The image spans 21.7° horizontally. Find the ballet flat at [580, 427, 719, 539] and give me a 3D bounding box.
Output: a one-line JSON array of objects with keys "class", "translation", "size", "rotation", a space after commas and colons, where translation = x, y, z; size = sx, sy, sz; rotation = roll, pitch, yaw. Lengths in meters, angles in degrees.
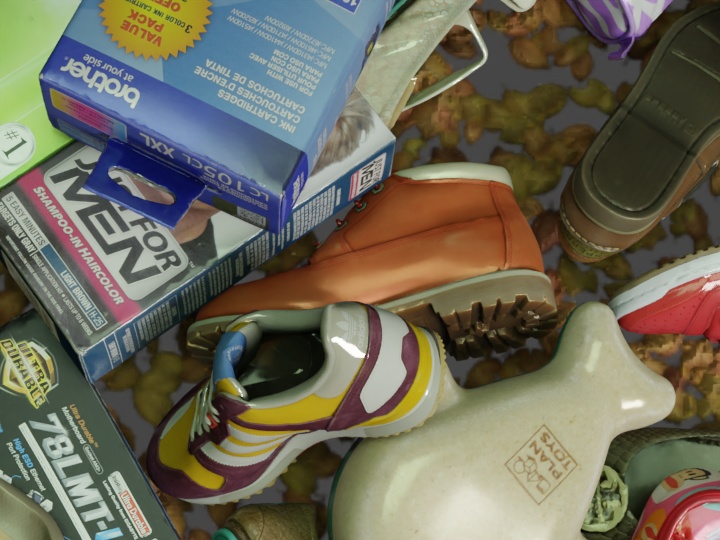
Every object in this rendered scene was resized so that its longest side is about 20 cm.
[{"class": "ballet flat", "translation": [0.198, 0.116, 1.028], "size": [0.199, 0.046, 0.068], "rotation": [-3, 81, -5]}]

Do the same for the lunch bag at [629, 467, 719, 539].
[{"class": "lunch bag", "translation": [0.230, 0.192, 0.986], "size": [0.199, 0.082, 0.177], "rotation": [22, 93, -5]}]

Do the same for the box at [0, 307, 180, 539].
[{"class": "box", "translation": [-0.202, 0.151, 0.987], "size": [0.198, 0.050, 0.200], "rotation": [-30, 84, -9]}]

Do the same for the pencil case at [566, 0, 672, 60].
[{"class": "pencil case", "translation": [0.199, -0.210, 1.064], "size": [0.200, 0.084, 0.086], "rotation": [-35, 103, -7]}]

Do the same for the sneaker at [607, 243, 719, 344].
[{"class": "sneaker", "translation": [0.241, 0.038, 1.032], "size": [0.199, 0.071, 0.113], "rotation": [-12, 79, -9]}]

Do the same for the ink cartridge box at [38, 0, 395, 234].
[{"class": "ink cartridge box", "translation": [-0.069, -0.111, 0.933], "size": [0.136, 0.076, 0.201], "rotation": [25, 77, 2]}]

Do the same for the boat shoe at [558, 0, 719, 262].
[{"class": "boat shoe", "translation": [0.173, -0.081, 1.048], "size": [0.072, 0.068, 0.200], "rotation": [43, 59, 11]}]

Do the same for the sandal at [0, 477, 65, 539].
[{"class": "sandal", "translation": [-0.238, 0.109, 0.941], "size": [0.199, 0.054, 0.081], "rotation": [29, 79, 2]}]

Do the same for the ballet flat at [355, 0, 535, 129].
[{"class": "ballet flat", "translation": [0.062, -0.151, 1.032], "size": [0.200, 0.067, 0.062], "rotation": [-42, 97, 18]}]

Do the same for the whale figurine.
[{"class": "whale figurine", "translation": [0.071, 0.106, 0.991], "size": [0.200, 0.104, 0.159], "rotation": [-44, 99, -13]}]

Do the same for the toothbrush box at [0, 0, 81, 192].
[{"class": "toothbrush box", "translation": [-0.154, -0.145, 1.019], "size": [0.200, 0.086, 0.146], "rotation": [-34, 85, -11]}]

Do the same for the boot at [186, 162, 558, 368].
[{"class": "boot", "translation": [0.000, 0.000, 1.026], "size": [0.199, 0.075, 0.108], "rotation": [-10, 62, -1]}]

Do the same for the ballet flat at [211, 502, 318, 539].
[{"class": "ballet flat", "translation": [-0.011, 0.213, 0.994], "size": [0.072, 0.068, 0.201], "rotation": [-19, 79, -26]}]

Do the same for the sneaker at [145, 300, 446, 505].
[{"class": "sneaker", "translation": [-0.056, 0.060, 0.948], "size": [0.090, 0.200, 0.075], "rotation": [27, 49, -40]}]

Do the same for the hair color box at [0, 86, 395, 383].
[{"class": "hair color box", "translation": [-0.090, -0.042, 0.983], "size": [0.200, 0.061, 0.100], "rotation": [-35, 77, -13]}]
